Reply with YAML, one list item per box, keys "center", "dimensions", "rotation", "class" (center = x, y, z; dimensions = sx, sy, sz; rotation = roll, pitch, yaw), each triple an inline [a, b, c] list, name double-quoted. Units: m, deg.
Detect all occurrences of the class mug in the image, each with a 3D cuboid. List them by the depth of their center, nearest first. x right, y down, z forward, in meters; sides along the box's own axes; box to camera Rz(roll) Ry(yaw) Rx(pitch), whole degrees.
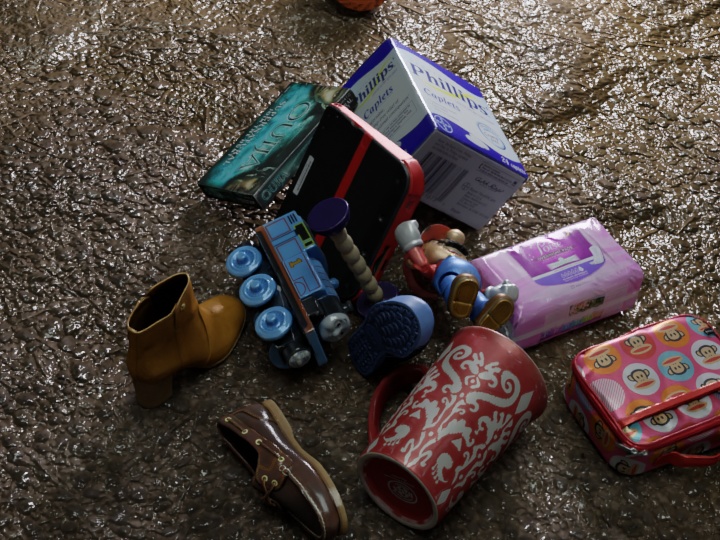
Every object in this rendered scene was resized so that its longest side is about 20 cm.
- center: [0.085, 0.179, 1.567]
  dimensions: [0.134, 0.177, 0.200]
  rotation: [52, 55, -11]
  class: "mug"

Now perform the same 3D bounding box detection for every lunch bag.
- center: [0.350, 0.151, 1.636]
  dimensions: [0.198, 0.082, 0.177]
  rotation: [-18, 53, -20]
  class: "lunch bag"

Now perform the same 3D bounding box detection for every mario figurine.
- center: [0.113, -0.007, 1.665]
  dimensions: [0.105, 0.124, 0.200]
  rotation: [-26, 26, -8]
  class: "mario figurine"

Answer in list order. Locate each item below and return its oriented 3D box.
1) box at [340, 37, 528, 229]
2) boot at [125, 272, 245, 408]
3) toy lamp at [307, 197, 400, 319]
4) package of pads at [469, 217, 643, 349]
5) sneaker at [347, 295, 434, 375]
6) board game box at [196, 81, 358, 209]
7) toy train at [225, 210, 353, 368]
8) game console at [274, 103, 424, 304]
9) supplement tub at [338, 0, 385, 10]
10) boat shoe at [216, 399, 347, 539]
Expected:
- center: [0.095, -0.179, 1.863]
  dimensions: [0.183, 0.105, 0.201]
  rotation: [23, 30, -39]
  class: "box"
- center: [-0.193, 0.053, 1.626]
  dimensions: [0.070, 0.145, 0.201]
  rotation: [26, 47, 19]
  class: "boot"
- center: [0.000, 0.000, 1.666]
  dimensions: [0.058, 0.201, 0.059]
  rotation: [-16, 42, 15]
  class: "toy lamp"
- center: [0.234, 0.016, 1.758]
  dimensions: [0.199, 0.076, 0.121]
  rotation: [-19, 51, -24]
  class: "package of pads"
- center: [0.050, 0.063, 1.615]
  dimensions: [0.077, 0.200, 0.071]
  rotation: [-26, 85, -25]
  class: "sneaker"
- center: [-0.107, -0.166, 1.857]
  dimensions: [0.135, 0.028, 0.200]
  rotation: [14, 57, 50]
  class: "board game box"
- center: [-0.082, 0.026, 1.690]
  dimensions: [0.114, 0.087, 0.201]
  rotation: [-27, 50, -3]
  class: "toy train"
- center: [-0.018, -0.079, 1.753]
  dimensions: [0.031, 0.201, 0.177]
  rotation: [2, 32, -49]
  class: "game console"
- center: [0.000, -0.501, 2.228]
  dimensions: [0.121, 0.123, 0.201]
  rotation: [3, 45, -3]
  class: "supplement tub"
- center: [-0.086, 0.218, 1.523]
  dimensions: [0.070, 0.071, 0.200]
  rotation: [-14, 39, -29]
  class: "boat shoe"
